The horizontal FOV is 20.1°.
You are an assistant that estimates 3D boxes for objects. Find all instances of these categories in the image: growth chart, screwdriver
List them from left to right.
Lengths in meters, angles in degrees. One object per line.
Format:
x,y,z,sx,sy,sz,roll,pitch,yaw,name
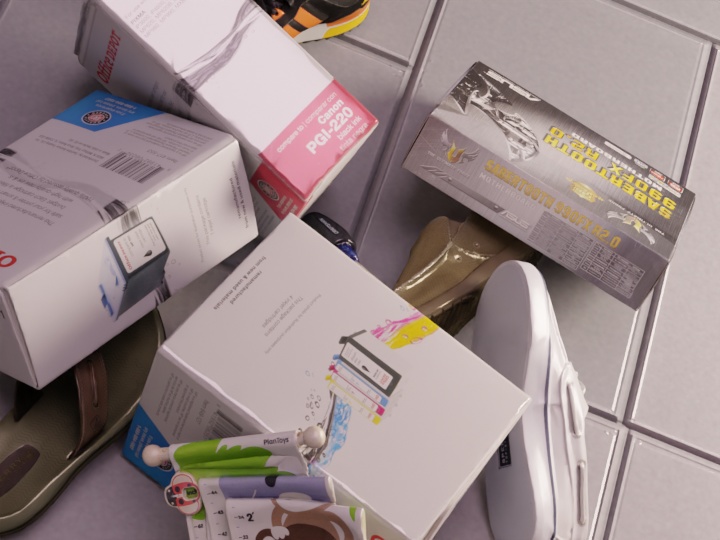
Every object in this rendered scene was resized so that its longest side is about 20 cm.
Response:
-0.046,0.188,1.211,0.018,0.144,0.201,-14,89,-63,growth chart
0.000,0.000,1.382,0.029,0.028,0.200,21,10,-26,screwdriver

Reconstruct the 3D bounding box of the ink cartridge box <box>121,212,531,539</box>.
-0.024,0.100,1.305,0.200,0.147,0.145,38,55,7,ink cartridge box

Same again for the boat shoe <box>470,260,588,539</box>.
0.121,0.094,1.390,0.065,0.073,0.201,3,84,-33,boat shoe

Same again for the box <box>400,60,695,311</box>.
0.141,-0.066,1.484,0.200,0.048,0.158,32,25,4,box

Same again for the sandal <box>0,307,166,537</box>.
-0.191,0.085,1.305,0.080,0.057,0.201,21,54,19,sandal

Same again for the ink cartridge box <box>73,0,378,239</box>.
-0.097,-0.126,1.400,0.200,0.146,0.085,42,74,-1,ink cartridge box

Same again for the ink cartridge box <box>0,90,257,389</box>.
-0.191,-0.026,1.332,0.146,0.086,0.200,21,47,40,ink cartridge box

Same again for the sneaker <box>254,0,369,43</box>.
-0.066,-0.201,1.517,0.200,0.090,0.070,-30,71,-31,sneaker

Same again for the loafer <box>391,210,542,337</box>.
0.055,0.009,1.439,0.067,0.076,0.200,42,43,17,loafer
